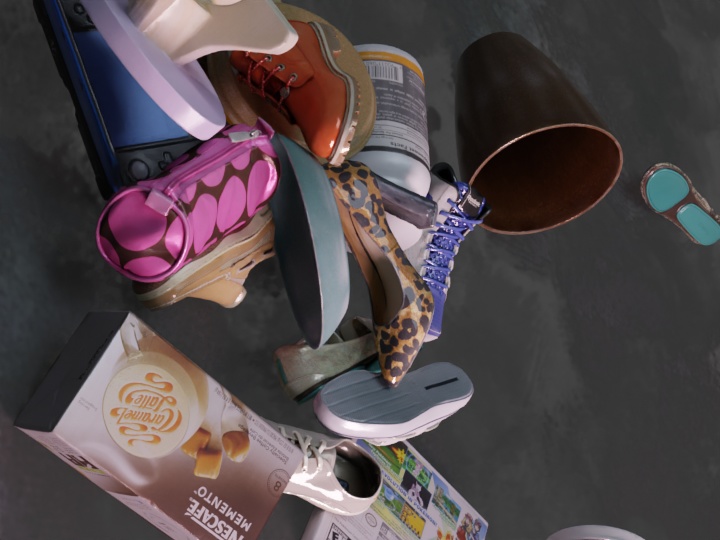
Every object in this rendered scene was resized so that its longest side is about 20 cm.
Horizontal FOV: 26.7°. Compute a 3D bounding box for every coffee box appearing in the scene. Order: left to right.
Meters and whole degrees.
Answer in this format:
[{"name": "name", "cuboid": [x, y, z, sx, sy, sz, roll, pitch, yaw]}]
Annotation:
[{"name": "coffee box", "cuboid": [-0.157, 0.135, 1.207, 0.200, 0.080, 0.114, 43, 66, -26]}]

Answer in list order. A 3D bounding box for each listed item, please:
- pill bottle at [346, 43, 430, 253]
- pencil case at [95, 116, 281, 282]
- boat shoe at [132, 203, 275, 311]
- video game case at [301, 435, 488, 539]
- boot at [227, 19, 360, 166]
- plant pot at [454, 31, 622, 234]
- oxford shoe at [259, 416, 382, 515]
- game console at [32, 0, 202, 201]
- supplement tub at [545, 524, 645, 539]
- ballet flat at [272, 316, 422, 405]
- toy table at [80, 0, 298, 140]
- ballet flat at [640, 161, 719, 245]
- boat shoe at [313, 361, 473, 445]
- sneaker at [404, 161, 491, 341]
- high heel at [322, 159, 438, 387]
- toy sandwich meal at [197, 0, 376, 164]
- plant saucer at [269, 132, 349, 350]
[{"name": "pill bottle", "cuboid": [0.013, -0.124, 1.564, 0.116, 0.116, 0.200, 25, 52, -40]}, {"name": "pencil case", "cuboid": [-0.139, -0.064, 1.271, 0.091, 0.094, 0.200, 44, 31, -2]}, {"name": "boat shoe", "cuboid": [-0.128, 0.000, 1.365, 0.200, 0.072, 0.076, -40, 115, -52]}, {"name": "video game case", "cuboid": [0.037, 0.253, 1.452, 0.200, 0.022, 0.182, 46, 40, -21]}, {"name": "boot", "cuboid": [-0.065, -0.165, 1.375, 0.107, 0.075, 0.200, 9, 33, -25]}, {"name": "plant pot", "cuboid": [0.184, -0.178, 1.776, 0.187, 0.187, 0.200, 22, 39, -42]}, {"name": "oxford shoe", "cuboid": [-0.062, 0.165, 1.339, 0.200, 0.058, 0.075, 22, 53, -27]}, {"name": "game console", "cuboid": [-0.204, -0.174, 1.321, 0.171, 0.118, 0.200, -15, 82, -42]}, {"name": "supplement tub", "cuboid": [0.234, 0.373, 1.521, 0.140, 0.140, 0.200, 40, 43, -29]}, {"name": "ballet flat", "cuboid": [-0.009, 0.074, 1.466, 0.200, 0.067, 0.062, -17, 73, -54]}, {"name": "toy table", "cuboid": [-0.145, -0.223, 1.267, 0.200, 0.117, 0.184, 51, 14, 2]}, {"name": "ballet flat", "cuboid": [0.441, -0.106, 2.131, 0.200, 0.068, 0.075, 37, 22, -40]}, {"name": "boat shoe", "cuboid": [0.027, 0.138, 1.433, 0.200, 0.067, 0.074, -3, 46, -44]}, {"name": "sneaker", "cuboid": [0.076, -0.037, 1.590, 0.081, 0.115, 0.200, 27, 50, -38]}, {"name": "high heel", "cuboid": [0.000, 0.000, 1.416, 0.143, 0.071, 0.200, 22, 64, -32]}, {"name": "toy sandwich meal", "cuboid": [-0.079, -0.180, 1.490, 0.205, 0.070, 0.205, 15, 58, -26]}, {"name": "plant saucer", "cuboid": [-0.046, -0.029, 1.371, 0.036, 0.200, 0.200, -12, 76, -13]}]
